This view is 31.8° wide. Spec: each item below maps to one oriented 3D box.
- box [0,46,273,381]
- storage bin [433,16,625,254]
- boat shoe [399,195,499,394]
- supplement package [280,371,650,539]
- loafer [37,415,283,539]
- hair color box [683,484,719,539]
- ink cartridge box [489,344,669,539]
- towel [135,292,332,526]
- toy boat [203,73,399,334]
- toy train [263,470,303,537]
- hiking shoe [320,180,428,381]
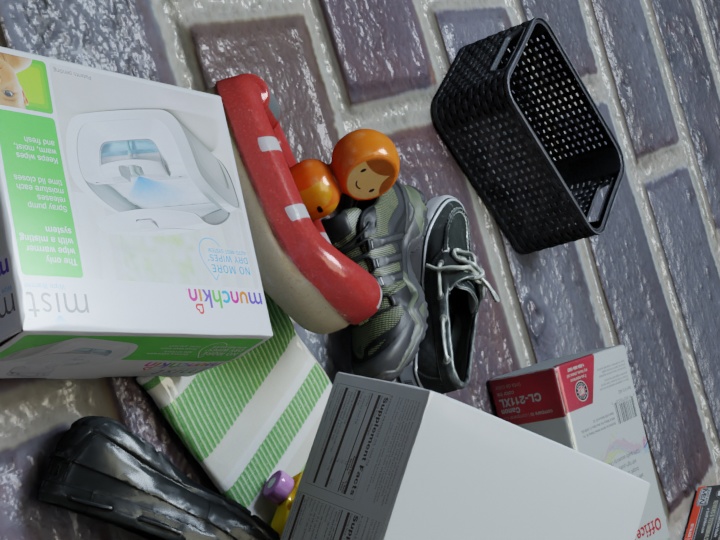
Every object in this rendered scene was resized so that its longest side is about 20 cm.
[{"bbox_3d":[-0.171,-0.027,0.797,0.199,0.096,0.179,6,65,-50],"label":"box"},{"bbox_3d":[0.174,-0.134,1.277,0.201,0.093,0.136,54,42,-26],"label":"storage bin"},{"bbox_3d":[0.083,0.017,1.132,0.074,0.068,0.201,41,49,-36],"label":"boat shoe"},{"bbox_3d":[0.065,0.174,0.818,0.199,0.110,0.158,25,79,-31],"label":"supplement package"},{"bbox_3d":[-0.116,0.172,0.817,0.200,0.068,0.071,37,66,-15],"label":"loafer"},{"bbox_3d":[0.453,0.358,1.488,0.201,0.061,0.102,58,41,-22],"label":"hair color box"},{"bbox_3d":[0.214,0.187,1.228,0.145,0.082,0.203,-8,85,-52],"label":"ink cartridge box"},{"bbox_3d":[-0.073,0.109,0.946,0.201,0.023,0.153,59,41,-22],"label":"towel"},{"bbox_3d":[-0.031,-0.059,0.923,0.131,0.129,0.202,50,16,-79],"label":"toy boat"},{"bbox_3d":[0.004,0.206,0.917,0.149,0.055,0.202,20,49,-37],"label":"toy train"},{"bbox_3d":[0.000,0.000,1.044,0.100,0.075,0.202,29,47,-32],"label":"hiking shoe"}]
